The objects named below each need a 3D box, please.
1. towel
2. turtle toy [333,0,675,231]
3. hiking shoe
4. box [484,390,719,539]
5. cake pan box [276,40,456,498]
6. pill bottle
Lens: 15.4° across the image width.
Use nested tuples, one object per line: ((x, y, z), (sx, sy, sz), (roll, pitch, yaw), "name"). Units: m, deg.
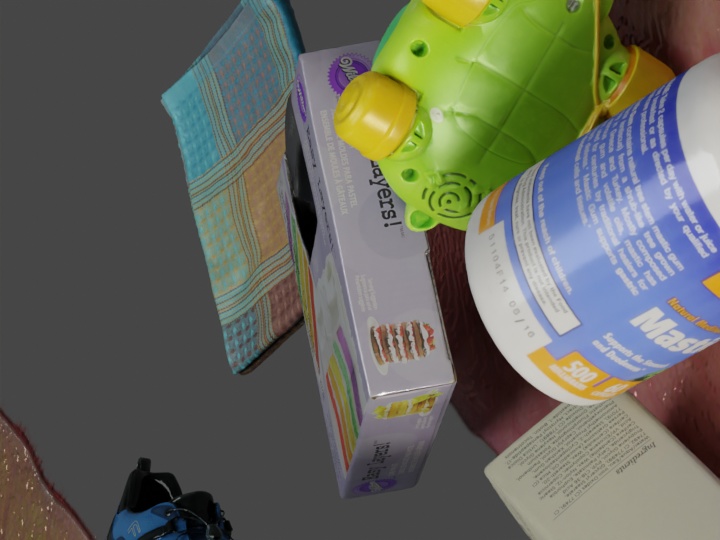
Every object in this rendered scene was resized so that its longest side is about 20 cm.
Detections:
((-0.062, -0.057, 1.599), (0.147, 0.022, 0.201), (-43, 54, 47), "towel")
((0.074, -0.107, 1.306), (0.201, 0.145, 0.101), (-58, 20, 4), "turtle toy")
((-0.103, 0.179, 1.599), (0.200, 0.074, 0.087), (21, 106, 55), "hiking shoe")
((0.146, 0.137, 1.209), (0.082, 0.068, 0.200), (-38, 43, -4), "box")
((0.000, 0.000, 1.411), (0.184, 0.052, 0.201), (111, 149, -69), "cake pan box")
((0.152, -0.028, 1.184), (0.199, 0.112, 0.113), (-31, 62, 36), "pill bottle")
